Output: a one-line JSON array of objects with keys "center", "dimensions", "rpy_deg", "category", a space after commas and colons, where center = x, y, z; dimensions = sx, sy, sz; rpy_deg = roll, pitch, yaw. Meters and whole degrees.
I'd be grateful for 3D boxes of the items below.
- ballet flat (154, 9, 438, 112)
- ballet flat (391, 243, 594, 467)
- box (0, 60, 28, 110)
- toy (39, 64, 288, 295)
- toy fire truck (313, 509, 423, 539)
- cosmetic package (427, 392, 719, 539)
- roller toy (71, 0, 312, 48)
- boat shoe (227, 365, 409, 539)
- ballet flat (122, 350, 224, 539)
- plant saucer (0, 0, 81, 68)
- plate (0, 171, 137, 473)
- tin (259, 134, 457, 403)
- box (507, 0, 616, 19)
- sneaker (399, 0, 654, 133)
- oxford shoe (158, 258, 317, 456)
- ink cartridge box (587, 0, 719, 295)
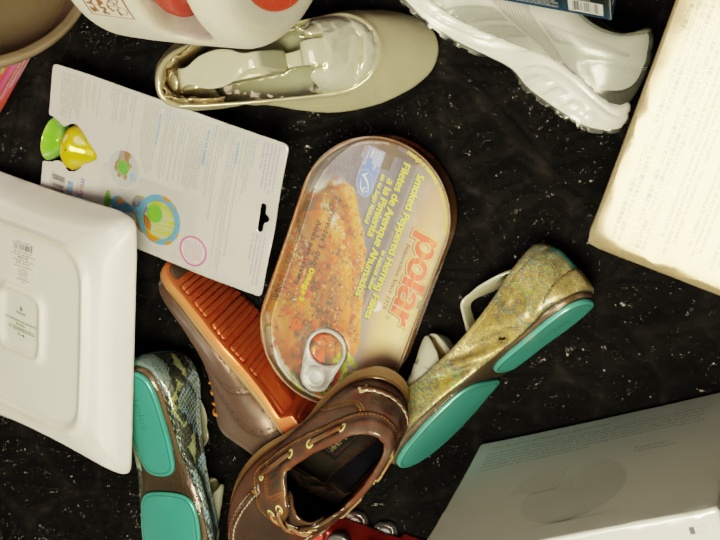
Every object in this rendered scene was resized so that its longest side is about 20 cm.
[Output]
[{"center": [-0.048, -0.140, 1.019], "dimensions": [0.198, 0.069, 0.070], "rpy_deg": [-7, 103, 11], "category": "ballet flat"}, {"center": [0.079, 0.056, 1.055], "dimensions": [0.071, 0.071, 0.200], "rpy_deg": [46, 115, 2], "category": "ballet flat"}, {"center": [-0.338, -0.127, 1.125], "dimensions": [0.102, 0.095, 0.201], "rpy_deg": [37, 113, 6], "category": "box"}, {"center": [-0.141, -0.071, 1.099], "dimensions": [0.199, 0.047, 0.116], "rpy_deg": [19, 114, 17], "category": "toy"}, {"center": [-0.005, 0.259, 1.144], "dimensions": [0.199, 0.049, 0.142], "rpy_deg": [17, 110, 13], "category": "toy fire truck"}, {"center": [0.163, 0.185, 0.982], "dimensions": [0.198, 0.200, 0.124], "rpy_deg": [-15, 102, 22], "category": "cosmetic package"}, {"center": [-0.113, -0.238, 0.960], "dimensions": [0.139, 0.200, 0.184], "rpy_deg": [10, 106, 25], "category": "roller toy"}, {"center": [-0.037, 0.149, 1.055], "dimensions": [0.070, 0.071, 0.200], "rpy_deg": [29, 125, -14], "category": "boat shoe"}, {"center": [-0.135, 0.155, 1.149], "dimensions": [0.074, 0.074, 0.202], "rpy_deg": [0, 108, 19], "category": "ballet flat"}, {"center": [-0.286, -0.216, 1.048], "dimensions": [0.200, 0.200, 0.030], "rpy_deg": [38, 148, 5], "category": "plant saucer"}, {"center": [-0.246, 0.036, 1.136], "dimensions": [0.199, 0.032, 0.202], "rpy_deg": [18, 111, 38], "category": "plate"}, {"center": [0.000, 0.000, 1.070], "dimensions": [0.111, 0.042, 0.201], "rpy_deg": [25, 108, 15], "category": "tin"}, {"center": [0.077, -0.243, 0.942], "dimensions": [0.198, 0.038, 0.138], "rpy_deg": [13, 75, 15], "category": "box"}, {"center": [0.100, -0.170, 0.971], "dimensions": [0.199, 0.074, 0.080], "rpy_deg": [33, 111, 10], "category": "sneaker"}, {"center": [-0.093, 0.082, 1.114], "dimensions": [0.073, 0.071, 0.200], "rpy_deg": [-36, 92, 28], "category": "oxford shoe"}, {"center": [0.254, -0.085, 0.943], "dimensions": [0.164, 0.075, 0.201], "rpy_deg": [22, 110, 11], "category": "ink cartridge box"}]
